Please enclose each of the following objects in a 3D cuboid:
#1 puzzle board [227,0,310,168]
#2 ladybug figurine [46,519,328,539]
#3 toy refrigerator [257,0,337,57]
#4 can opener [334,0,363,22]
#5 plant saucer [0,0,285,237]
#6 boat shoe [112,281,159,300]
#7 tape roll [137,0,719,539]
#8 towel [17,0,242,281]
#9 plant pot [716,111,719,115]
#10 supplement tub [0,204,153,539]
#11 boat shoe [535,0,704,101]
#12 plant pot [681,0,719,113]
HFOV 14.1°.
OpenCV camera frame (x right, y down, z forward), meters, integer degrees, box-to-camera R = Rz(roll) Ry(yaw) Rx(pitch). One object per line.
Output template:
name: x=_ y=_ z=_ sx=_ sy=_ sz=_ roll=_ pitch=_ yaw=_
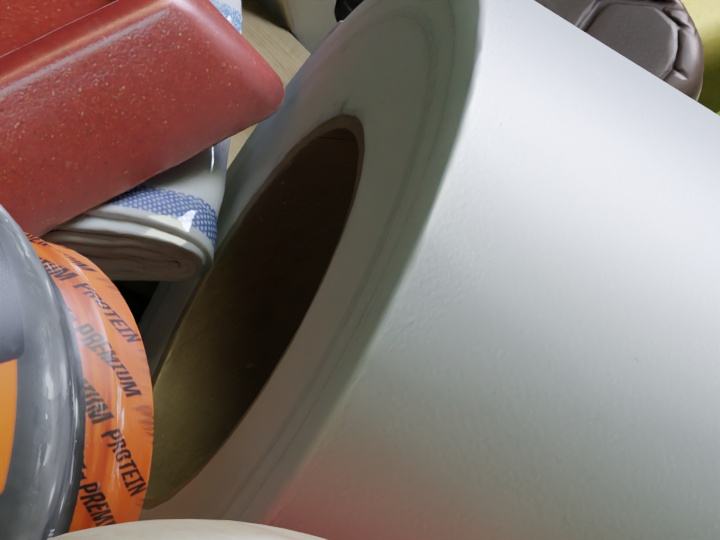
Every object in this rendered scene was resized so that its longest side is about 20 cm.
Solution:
puzzle board: x=0.000 y=0.000 z=0.891 sx=0.200 sy=0.017 sz=0.151 roll=45 pitch=25 yaw=-8
ladybug figurine: x=-0.014 y=0.124 z=0.599 sx=0.200 sy=0.136 sz=0.072 roll=32 pitch=-2 yaw=-16
toy refrigerator: x=-0.008 y=-0.101 z=0.998 sx=0.076 sy=0.070 sz=0.200 roll=50 pitch=-15 yaw=35
can opener: x=0.078 y=-0.031 z=0.904 sx=0.199 sy=0.064 sz=0.079 roll=25 pitch=2 yaw=2
plant saucer: x=-0.153 y=-0.074 z=0.750 sx=0.199 sy=0.037 sz=0.200 roll=-28 pitch=57 yaw=-24
boat shoe: x=-0.041 y=-0.026 z=0.950 sx=0.200 sy=0.063 sz=0.073 roll=22 pitch=25 yaw=-34
tape roll: x=0.028 y=0.042 z=0.721 sx=0.139 sy=0.203 sz=0.203 roll=29 pitch=22 yaw=-17
towel: x=-0.104 y=-0.080 z=0.795 sx=0.146 sy=0.024 sz=0.201 roll=4 pitch=51 yaw=0
plant pot: x=0.199 y=0.014 z=0.998 sx=0.200 sy=0.182 sz=0.199 roll=45 pitch=5 yaw=15
supplement tub: x=-0.146 y=0.025 z=0.595 sx=0.199 sy=0.123 sz=0.123 roll=12 pitch=31 yaw=-47
boat shoe: x=0.054 y=-0.118 z=1.030 sx=0.075 sy=0.074 sz=0.203 roll=80 pitch=-12 yaw=-64
plant pot: x=0.088 y=-0.110 z=1.173 sx=0.195 sy=0.195 sz=0.200 roll=39 pitch=31 yaw=7
